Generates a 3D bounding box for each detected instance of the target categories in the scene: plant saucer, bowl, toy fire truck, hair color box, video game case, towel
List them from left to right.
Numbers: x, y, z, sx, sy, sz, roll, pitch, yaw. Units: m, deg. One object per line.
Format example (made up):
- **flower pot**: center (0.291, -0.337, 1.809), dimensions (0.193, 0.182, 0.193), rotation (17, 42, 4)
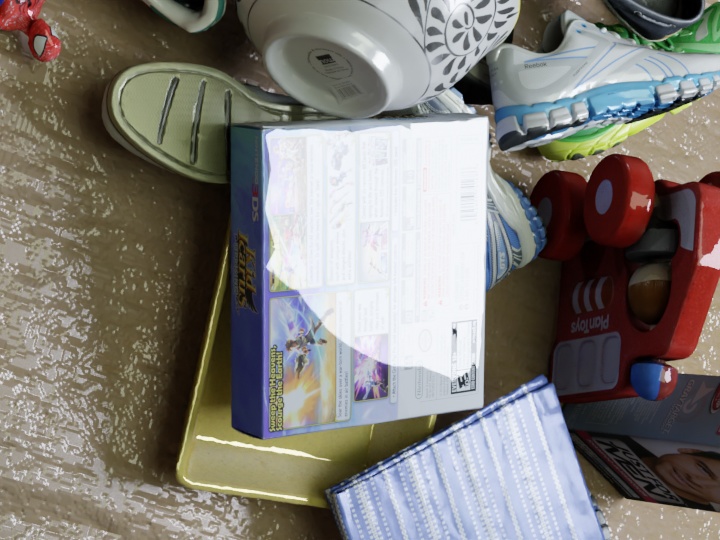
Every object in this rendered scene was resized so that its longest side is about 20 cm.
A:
- **plant saucer**: center (-0.032, 0.056, 1.428), dimensions (0.199, 0.048, 0.201), rotation (13, 91, -35)
- **bowl**: center (-0.007, -0.160, 1.338), dimensions (0.201, 0.200, 0.095), rotation (40, 59, -29)
- **video game case**: center (0.000, 0.000, 1.385), dimensions (0.180, 0.045, 0.202), rotation (-5, 100, -35)
- **towel**: center (0.077, 0.175, 1.470), dimensions (0.199, 0.024, 0.146), rotation (-25, 102, -27)
- **toy fire truck**: center (0.199, 0.012, 1.515), dimensions (0.111, 0.200, 0.169), rotation (8, 81, -24)
- **hair color box**: center (0.247, 0.127, 1.546), dimensions (0.099, 0.199, 0.061), rotation (43, 67, -27)

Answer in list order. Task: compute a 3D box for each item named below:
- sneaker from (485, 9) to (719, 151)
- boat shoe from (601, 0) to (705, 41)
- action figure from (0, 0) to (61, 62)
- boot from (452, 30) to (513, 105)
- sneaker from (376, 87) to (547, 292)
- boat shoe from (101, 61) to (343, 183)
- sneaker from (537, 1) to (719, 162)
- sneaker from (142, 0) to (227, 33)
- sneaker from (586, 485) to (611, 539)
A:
- **sneaker**: center (0.175, -0.147, 1.496), dimensions (0.199, 0.075, 0.087), rotation (-12, 81, -29)
- **boat shoe**: center (0.171, -0.236, 1.494), dimensions (0.200, 0.062, 0.075), rotation (39, 75, -25)
- **action figure**: center (-0.235, -0.218, 1.292), dimensions (0.065, 0.052, 0.201), rotation (-39, 114, -33)
- **boot**: center (0.049, -0.221, 1.479), dimensions (0.203, 0.073, 0.155), rotation (29, 72, -42)
- **sneaker**: center (0.053, -0.063, 1.485), dimensions (0.085, 0.077, 0.200), rotation (-46, 113, -19)
- **boat shoe**: center (-0.087, -0.089, 1.384), dimensions (0.199, 0.068, 0.075), rotation (13, 85, -33)
- **sneaker**: center (0.210, -0.156, 1.581), dimensions (0.199, 0.074, 0.084), rotation (-32, 106, -18)
- **sneaker**: center (-0.143, -0.233, 1.317), dimensions (0.070, 0.094, 0.200), rotation (-30, 116, 10)
- **sneaker**: center (0.156, 0.217, 1.564), dimensions (0.075, 0.078, 0.200), rotation (-44, 97, -24)
